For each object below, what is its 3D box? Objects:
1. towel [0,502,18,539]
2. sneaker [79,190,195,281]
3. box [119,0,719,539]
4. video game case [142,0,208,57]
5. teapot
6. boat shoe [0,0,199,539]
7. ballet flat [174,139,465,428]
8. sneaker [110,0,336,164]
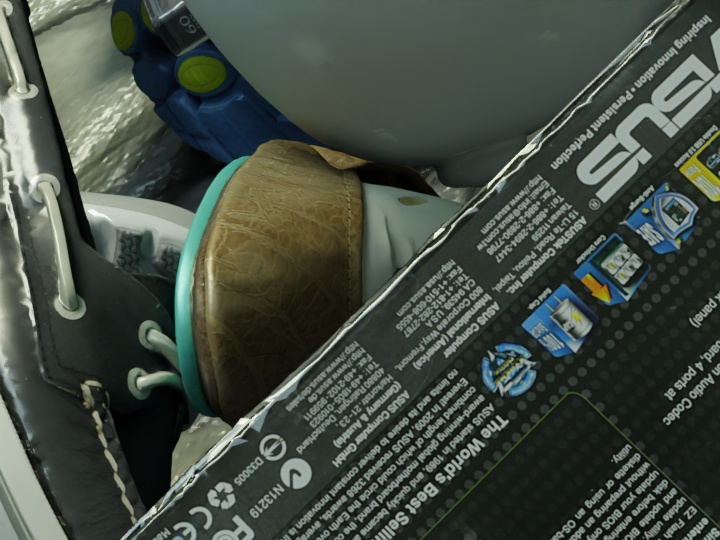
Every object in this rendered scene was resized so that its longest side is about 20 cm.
[{"bbox_3d":[-0.148,0.044,0.821,0.200,0.147,0.030,-17,6,27],"label":"towel"},{"bbox_3d":[-0.116,-0.002,0.898,0.200,0.075,0.082,-2,28,31],"label":"sneaker"},{"bbox_3d":[0.064,0.079,0.543,0.200,0.193,0.048,-45,-8,-10],"label":"box"},{"bbox_3d":[0.011,-0.154,0.897,0.200,0.019,0.143,-32,33,5],"label":"video game case"},{"bbox_3d":[0.033,-0.127,0.729,0.146,0.200,0.198,-24,41,25],"label":"teapot"},{"bbox_3d":[-0.071,0.015,0.707,0.060,0.074,0.200,-24,59,-9],"label":"boat shoe"},{"bbox_3d":[0.000,0.000,0.746,0.072,0.068,0.200,0,4,4],"label":"ballet flat"},{"bbox_3d":[0.011,-0.086,0.902,0.199,0.071,0.083,-16,20,32],"label":"sneaker"}]
